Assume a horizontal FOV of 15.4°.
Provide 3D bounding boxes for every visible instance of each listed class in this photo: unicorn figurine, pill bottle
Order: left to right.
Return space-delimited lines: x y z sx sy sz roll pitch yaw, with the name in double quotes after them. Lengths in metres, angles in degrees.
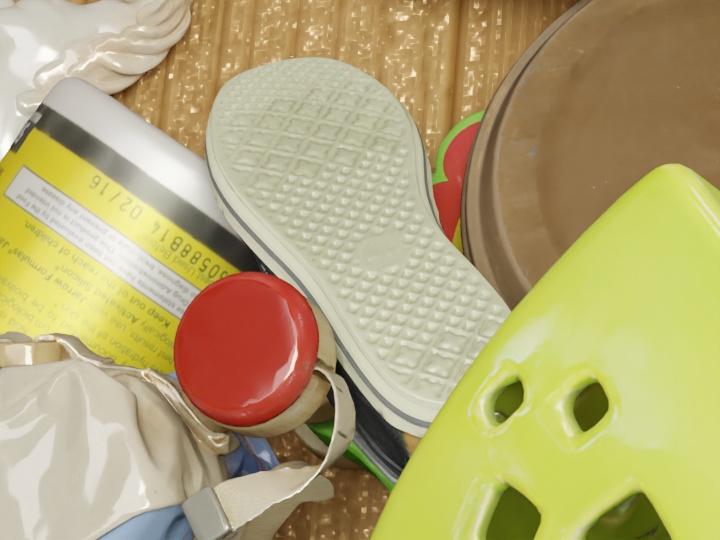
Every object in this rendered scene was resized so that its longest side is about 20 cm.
-0.142 -0.072 1.036 0.137 0.074 0.201 17 93 20 "unicorn figurine"
-0.117 0.041 0.950 0.111 0.111 0.201 33 87 31 "pill bottle"

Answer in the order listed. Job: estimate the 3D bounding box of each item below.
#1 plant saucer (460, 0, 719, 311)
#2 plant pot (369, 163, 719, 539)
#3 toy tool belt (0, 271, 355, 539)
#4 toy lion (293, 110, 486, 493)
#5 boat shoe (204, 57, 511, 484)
0.129 -0.030 0.871 0.199 0.030 0.201 -5 61 10 "plant saucer"
0.095 0.122 0.674 0.181 0.199 0.200 -39 60 12 "plant pot"
-0.076 0.076 0.850 0.200 0.123 0.125 -34 66 12 "toy tool belt"
0.072 0.034 0.897 0.191 0.069 0.200 -32 60 3 "toy lion"
0.000 0.000 0.866 0.074 0.062 0.200 -17 44 -15 "boat shoe"
